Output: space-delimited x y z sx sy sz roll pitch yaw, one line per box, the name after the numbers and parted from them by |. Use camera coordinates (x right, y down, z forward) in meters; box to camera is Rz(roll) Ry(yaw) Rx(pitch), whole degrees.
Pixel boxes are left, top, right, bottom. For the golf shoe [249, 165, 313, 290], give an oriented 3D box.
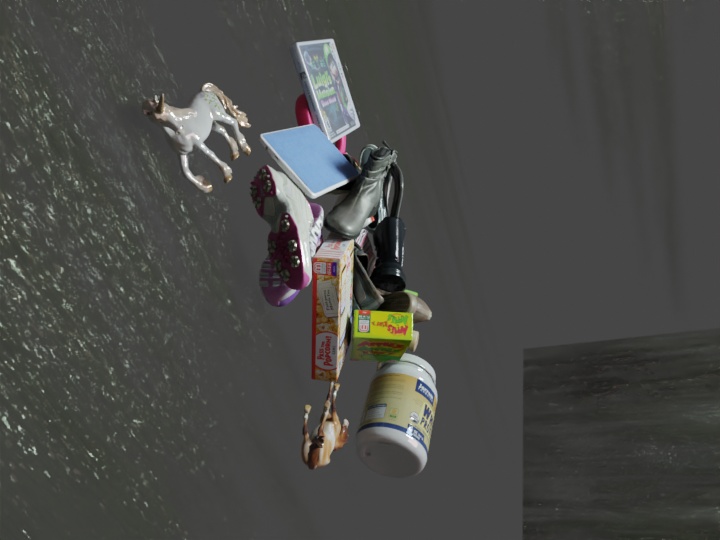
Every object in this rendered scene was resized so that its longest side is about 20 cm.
-0.098 -0.065 0.855 0.090 0.075 0.204 5 58 -46 | golf shoe

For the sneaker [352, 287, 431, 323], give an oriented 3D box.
0.051 0.075 1.101 0.075 0.198 0.072 27 79 -35 | sneaker

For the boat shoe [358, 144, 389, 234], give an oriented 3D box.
0.027 -0.184 1.301 0.062 0.071 0.206 -13 99 -72 | boat shoe

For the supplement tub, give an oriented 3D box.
0.075 0.281 1.130 0.203 0.141 0.146 -70 144 -44 | supplement tub

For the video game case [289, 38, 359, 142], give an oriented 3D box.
-0.063 -0.353 1.123 0.200 0.023 0.186 -53 127 -62 | video game case

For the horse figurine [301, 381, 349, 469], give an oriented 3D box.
-0.059 0.259 0.926 0.200 0.048 0.137 -44 140 -74 | horse figurine

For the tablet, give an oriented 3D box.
-0.080 -0.187 0.960 0.130 0.014 0.200 48 28 1 | tablet

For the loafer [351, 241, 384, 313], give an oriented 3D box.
0.000 0.000 1.102 0.072 0.062 0.203 43 25 -48 | loafer

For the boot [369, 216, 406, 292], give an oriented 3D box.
0.057 -0.035 1.196 0.201 0.074 0.173 81 11 -72 | boot

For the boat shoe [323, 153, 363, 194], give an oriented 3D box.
-0.024 -0.184 1.091 0.199 0.073 0.064 -8 124 -47 | boat shoe

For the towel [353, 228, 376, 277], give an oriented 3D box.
0.023 0.029 1.262 0.149 0.029 0.202 -76 149 -43 | towel

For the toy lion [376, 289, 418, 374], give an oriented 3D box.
0.093 0.125 1.256 0.201 0.067 0.196 -55 157 -61 | toy lion

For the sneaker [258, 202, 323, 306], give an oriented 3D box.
-0.100 -0.014 0.921 0.090 0.078 0.203 83 17 -46 | sneaker

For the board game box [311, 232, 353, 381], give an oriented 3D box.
-0.044 0.055 0.956 0.152 0.045 0.206 -66 160 -71 | board game box

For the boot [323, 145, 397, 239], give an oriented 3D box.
0.003 -0.144 0.990 0.133 0.066 0.200 -68 172 30 | boot

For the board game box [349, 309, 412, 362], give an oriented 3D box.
0.033 0.124 1.047 0.201 0.098 0.049 100 -6 -70 | board game box

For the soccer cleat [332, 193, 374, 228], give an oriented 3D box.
-0.023 -0.144 1.175 0.202 0.076 0.071 -101 171 -58 | soccer cleat

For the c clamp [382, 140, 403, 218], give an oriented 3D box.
0.071 -0.180 1.353 0.172 0.026 0.205 -118 -148 -58 | c clamp

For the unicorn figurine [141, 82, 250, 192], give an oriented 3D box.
-0.207 -0.176 0.729 0.139 0.072 0.202 56 18 -30 | unicorn figurine

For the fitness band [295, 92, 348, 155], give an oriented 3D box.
-0.071 -0.281 1.140 0.200 0.036 0.148 -38 116 -67 | fitness band
